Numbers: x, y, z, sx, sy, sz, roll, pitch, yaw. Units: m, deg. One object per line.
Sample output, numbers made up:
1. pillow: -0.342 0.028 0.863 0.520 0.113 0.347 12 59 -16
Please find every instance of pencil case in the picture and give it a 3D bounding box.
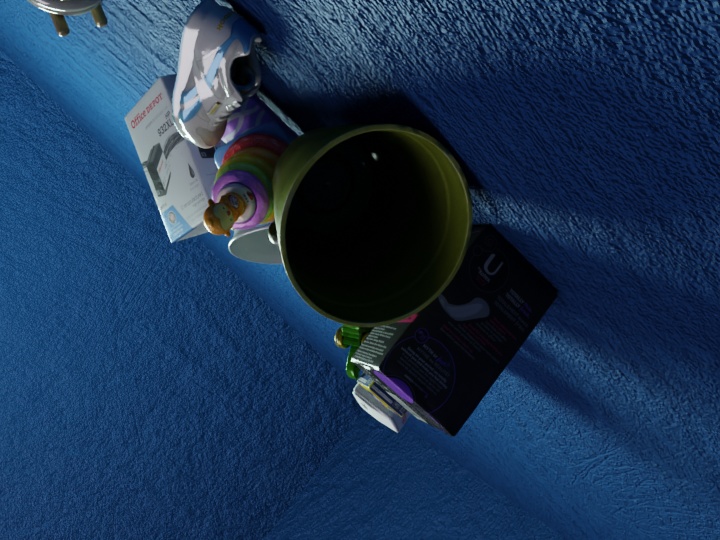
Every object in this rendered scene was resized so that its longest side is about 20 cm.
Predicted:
1. pencil case: -0.138 -0.191 1.097 0.200 0.085 0.084 43 -154 -13

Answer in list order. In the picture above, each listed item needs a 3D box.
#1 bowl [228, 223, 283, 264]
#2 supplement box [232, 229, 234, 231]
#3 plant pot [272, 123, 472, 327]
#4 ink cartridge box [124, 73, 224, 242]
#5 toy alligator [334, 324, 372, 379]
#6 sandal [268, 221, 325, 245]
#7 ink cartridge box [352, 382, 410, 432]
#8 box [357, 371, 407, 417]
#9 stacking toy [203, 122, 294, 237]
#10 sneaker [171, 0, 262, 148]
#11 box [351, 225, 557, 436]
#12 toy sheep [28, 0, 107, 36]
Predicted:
1. bowl: -0.101 -0.079 1.268 0.198 0.092 0.201 -6 165 -2
2. supplement box: -0.218 -0.128 1.497 0.199 0.104 0.131 31 179 36
3. plant pot: -0.013 -0.070 0.899 0.200 0.200 0.193 45 179 -27
4. ink cartridge box: -0.244 -0.161 1.207 0.145 0.083 0.202 -23 88 51
5. toy alligator: 0.002 0.046 1.154 0.059 0.203 0.054 8 -167 37
6. sandal: -0.059 -0.036 1.089 0.079 0.058 0.201 -2 180 13
7. ink cartridge box: 0.082 0.159 1.416 0.084 0.201 0.146 35 169 18
8. box: 0.085 0.096 1.142 0.064 0.201 0.070 40 171 -11
9. stacking toy: -0.136 -0.089 0.986 0.117 0.109 0.200 63 -159 -14
10. sneaker: -0.162 -0.207 0.968 0.080 0.077 0.201 30 145 7
11. box: 0.103 0.064 0.954 0.122 0.201 0.106 42 169 -14
12. toy sheep: -0.344 -0.360 0.978 0.138 0.138 0.200 41 154 -10
